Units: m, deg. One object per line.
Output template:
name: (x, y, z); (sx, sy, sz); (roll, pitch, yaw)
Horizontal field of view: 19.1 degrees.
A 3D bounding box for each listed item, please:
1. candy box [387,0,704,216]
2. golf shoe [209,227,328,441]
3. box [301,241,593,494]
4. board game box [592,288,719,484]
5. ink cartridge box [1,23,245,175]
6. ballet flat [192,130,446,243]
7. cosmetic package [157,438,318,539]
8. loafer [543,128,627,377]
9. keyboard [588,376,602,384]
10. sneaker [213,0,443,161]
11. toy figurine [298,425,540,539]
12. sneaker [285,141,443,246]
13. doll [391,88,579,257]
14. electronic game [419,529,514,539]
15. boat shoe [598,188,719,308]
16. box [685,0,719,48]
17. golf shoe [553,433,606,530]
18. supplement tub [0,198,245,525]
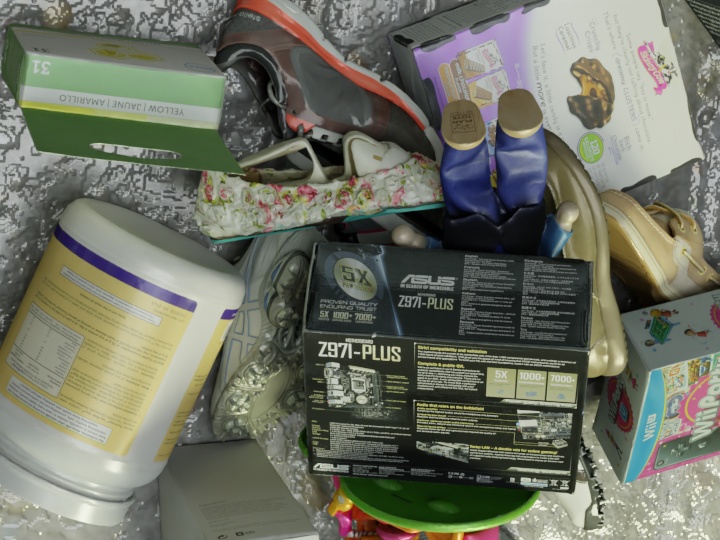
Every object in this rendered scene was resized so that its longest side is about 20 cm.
candy box: (0.142, -0.131, 1.626); (0.199, 0.072, 0.169); (-22, 110, -10)
golf shoe: (-0.071, 0.037, 1.611); (0.078, 0.097, 0.201); (0, 132, -34)
box: (0.061, 0.071, 1.520); (0.198, 0.087, 0.165); (3, 138, 5)
board game box: (0.292, 0.079, 1.690); (0.198, 0.065, 0.148); (-14, 141, -15)
ink cartridge box: (-0.163, -0.120, 1.468); (0.144, 0.200, 0.048); (5, 105, -18)
ballet flat: (-0.023, -0.064, 1.521); (0.198, 0.076, 0.065); (-9, 105, -5)
cosmetic package: (-0.092, 0.208, 1.577); (0.084, 0.200, 0.109); (-6, 108, -14)
loafer: (0.146, -0.006, 1.583); (0.067, 0.076, 0.202); (-20, 107, -12)
keyboard: (0.119, 0.114, 1.713); (0.199, 0.021, 0.128); (-28, 110, -7)
sneaker: (-0.029, -0.113, 1.567); (0.200, 0.077, 0.082); (38, 65, -11)
toy figurine: (0.036, 0.226, 1.621); (0.150, 0.199, 0.186); (-26, 126, -48)
sneaker: (0.000, 0.000, 1.617); (0.199, 0.084, 0.121); (38, 100, -7)
doll: (0.088, -0.035, 1.503); (0.135, 0.049, 0.201); (-12, 136, -4)
electronic game: (0.063, 0.295, 1.722); (0.198, 0.042, 0.202); (-1, 92, -21)
boat shoe: (0.232, -0.018, 1.662); (0.069, 0.074, 0.200); (-53, 143, -7)
box: (0.303, -0.266, 1.621); (0.148, 0.104, 0.200); (-41, 111, -3)
golf shoe: (0.122, 0.122, 1.673); (0.094, 0.078, 0.201); (-27, 96, 0)
supplement tub: (-0.184, 0.066, 1.541); (0.145, 0.145, 0.201); (24, 97, -21)
